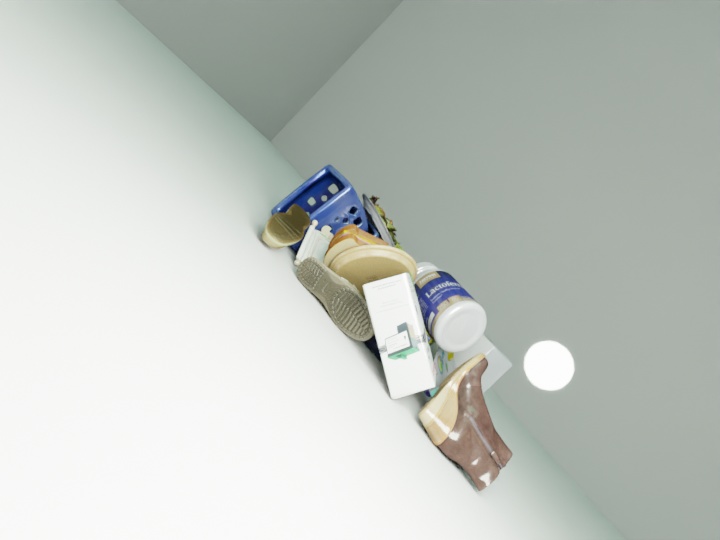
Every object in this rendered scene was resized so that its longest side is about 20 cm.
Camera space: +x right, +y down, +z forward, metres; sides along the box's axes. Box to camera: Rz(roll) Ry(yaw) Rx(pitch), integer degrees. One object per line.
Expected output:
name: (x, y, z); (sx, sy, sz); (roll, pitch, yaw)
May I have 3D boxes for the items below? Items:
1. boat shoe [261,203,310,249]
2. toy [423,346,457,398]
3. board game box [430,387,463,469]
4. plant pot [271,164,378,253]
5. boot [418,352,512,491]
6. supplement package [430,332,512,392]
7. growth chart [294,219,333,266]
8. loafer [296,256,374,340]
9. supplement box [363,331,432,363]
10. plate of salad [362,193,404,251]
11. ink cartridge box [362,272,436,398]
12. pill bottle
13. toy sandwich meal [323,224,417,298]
boat shoe: (-0.157, -0.078, 1.081); (0.074, 0.066, 0.200); (47, 20, -4)
toy: (0.161, 0.222, 1.129); (0.200, 0.047, 0.117); (-51, 126, -56)
board game box: (0.216, 0.316, 1.050); (0.200, 0.045, 0.154); (38, 26, -56)
plant pot: (-0.079, -0.112, 1.297); (0.180, 0.199, 0.200); (51, 2, -31)
boot: (0.209, 0.262, 0.948); (0.167, 0.199, 0.072); (47, -34, 6)
supplement package: (0.230, 0.211, 1.329); (0.147, 0.191, 0.200); (39, 10, -48)
growth chart: (-0.055, -0.006, 1.159); (0.200, 0.018, 0.146); (43, 49, -16)
loafer: (-0.038, 0.051, 1.024); (0.200, 0.076, 0.068); (48, 11, 16)
supplement box: (0.089, 0.144, 1.153); (0.110, 0.109, 0.200); (48, 5, 14)
plate of salad: (0.059, -0.104, 1.311); (0.202, 0.048, 0.200); (63, -3, 5)
ink cartridge box: (0.075, 0.112, 0.964); (0.146, 0.083, 0.203); (2, 73, -81)
pill bottle: (0.166, 0.069, 1.108); (0.116, 0.116, 0.200); (42, 7, -34)
toy sandwich meal: (0.019, -0.013, 1.091); (0.205, 0.203, 0.071); (41, 38, -44)
